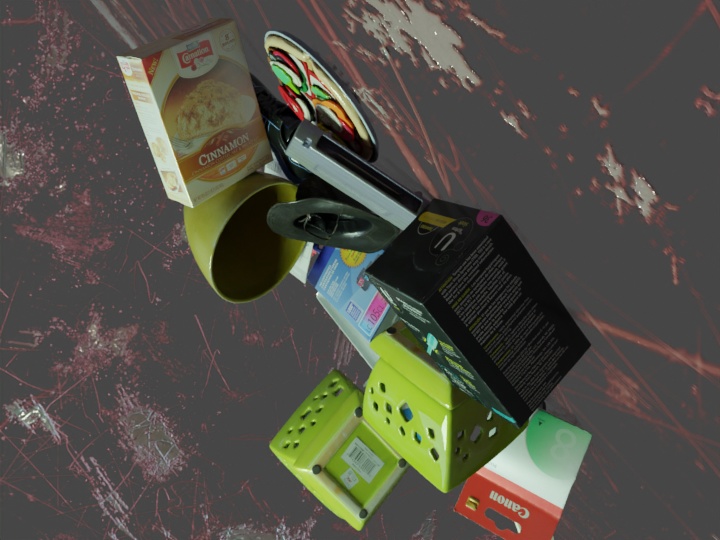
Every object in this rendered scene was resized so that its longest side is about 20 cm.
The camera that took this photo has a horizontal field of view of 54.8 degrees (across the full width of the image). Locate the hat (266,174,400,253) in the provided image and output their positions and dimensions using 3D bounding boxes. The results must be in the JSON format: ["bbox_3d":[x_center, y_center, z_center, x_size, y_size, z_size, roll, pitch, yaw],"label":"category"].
[{"bbox_3d":[-0.036,-0.094,1.015,0.194,0.083,0.201,6,161,2],"label":"hat"}]

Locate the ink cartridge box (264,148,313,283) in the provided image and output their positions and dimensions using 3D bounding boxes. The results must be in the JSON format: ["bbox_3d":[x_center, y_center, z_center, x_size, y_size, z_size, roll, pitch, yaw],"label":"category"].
[{"bbox_3d":[-0.111,-0.098,1.190,0.044,0.181,0.199,-2,-159,-35],"label":"ink cartridge box"}]

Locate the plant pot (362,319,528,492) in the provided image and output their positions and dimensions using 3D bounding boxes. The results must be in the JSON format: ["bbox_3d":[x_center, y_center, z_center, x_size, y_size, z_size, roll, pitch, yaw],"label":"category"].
[{"bbox_3d":[0.128,0.161,1.035,0.198,0.196,0.186,33,138,40],"label":"plant pot"}]

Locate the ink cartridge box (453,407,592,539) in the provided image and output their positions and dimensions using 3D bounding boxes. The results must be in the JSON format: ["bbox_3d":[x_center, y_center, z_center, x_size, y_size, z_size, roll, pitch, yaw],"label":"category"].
[{"bbox_3d":[0.251,0.314,1.086,0.158,0.203,0.050,22,163,25],"label":"ink cartridge box"}]

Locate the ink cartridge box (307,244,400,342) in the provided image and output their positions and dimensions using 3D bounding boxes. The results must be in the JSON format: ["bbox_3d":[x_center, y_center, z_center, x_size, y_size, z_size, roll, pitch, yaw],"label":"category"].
[{"bbox_3d":[0.000,0.000,1.146,0.199,0.139,0.075,42,-159,30],"label":"ink cartridge box"}]

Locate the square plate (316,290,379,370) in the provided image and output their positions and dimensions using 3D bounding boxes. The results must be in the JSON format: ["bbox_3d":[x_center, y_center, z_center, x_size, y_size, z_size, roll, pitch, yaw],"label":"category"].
[{"bbox_3d":[0.029,0.050,1.217,0.201,0.200,0.028,49,-144,18],"label":"square plate"}]

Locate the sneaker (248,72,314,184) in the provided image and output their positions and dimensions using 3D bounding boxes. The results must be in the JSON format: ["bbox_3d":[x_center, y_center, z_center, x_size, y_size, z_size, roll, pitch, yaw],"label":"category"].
[{"bbox_3d":[-0.124,-0.226,1.026,0.201,0.070,0.078,51,151,0],"label":"sneaker"}]

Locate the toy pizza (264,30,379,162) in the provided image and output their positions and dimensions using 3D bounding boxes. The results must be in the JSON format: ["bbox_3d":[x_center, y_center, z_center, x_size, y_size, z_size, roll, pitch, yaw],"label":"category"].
[{"bbox_3d":[-0.054,-0.203,0.851,0.200,0.032,0.200,46,172,8],"label":"toy pizza"}]

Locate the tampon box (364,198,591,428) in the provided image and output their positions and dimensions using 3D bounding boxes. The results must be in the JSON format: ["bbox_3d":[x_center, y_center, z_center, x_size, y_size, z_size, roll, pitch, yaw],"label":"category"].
[{"bbox_3d":[0.128,0.042,0.773,0.201,0.126,0.149,50,170,-25],"label":"tampon box"}]

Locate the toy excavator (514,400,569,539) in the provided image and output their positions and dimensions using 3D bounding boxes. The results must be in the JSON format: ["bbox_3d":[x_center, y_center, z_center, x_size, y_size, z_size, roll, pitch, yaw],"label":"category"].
[{"bbox_3d":[0.284,0.339,1.158,0.194,0.200,0.100,42,173,20],"label":"toy excavator"}]

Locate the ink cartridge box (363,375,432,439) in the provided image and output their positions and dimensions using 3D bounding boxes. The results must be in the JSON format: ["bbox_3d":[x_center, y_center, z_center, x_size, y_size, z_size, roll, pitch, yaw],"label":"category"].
[{"bbox_3d":[0.122,0.189,1.274,0.146,0.200,0.084,43,175,12],"label":"ink cartridge box"}]

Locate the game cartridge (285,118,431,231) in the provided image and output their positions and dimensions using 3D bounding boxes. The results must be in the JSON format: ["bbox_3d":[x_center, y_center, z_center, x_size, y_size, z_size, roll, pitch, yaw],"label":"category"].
[{"bbox_3d":[0.000,-0.114,0.867,0.197,0.039,0.130,32,179,-11],"label":"game cartridge"}]

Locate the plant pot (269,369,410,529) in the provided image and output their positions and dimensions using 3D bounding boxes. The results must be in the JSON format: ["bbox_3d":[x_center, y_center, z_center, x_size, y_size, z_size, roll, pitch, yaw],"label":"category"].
[{"bbox_3d":[-0.023,0.326,1.258,0.200,0.200,0.181,46,167,-12],"label":"plant pot"}]

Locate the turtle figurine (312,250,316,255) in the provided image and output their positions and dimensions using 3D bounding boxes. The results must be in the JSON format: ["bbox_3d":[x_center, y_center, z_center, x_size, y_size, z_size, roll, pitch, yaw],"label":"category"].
[{"bbox_3d":[-0.095,-0.113,1.284,0.202,0.099,0.152,54,164,33],"label":"turtle figurine"}]

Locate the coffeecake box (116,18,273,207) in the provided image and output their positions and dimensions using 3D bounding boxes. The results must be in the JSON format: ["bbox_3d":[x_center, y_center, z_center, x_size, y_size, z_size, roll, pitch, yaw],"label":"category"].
[{"bbox_3d":[-0.219,-0.217,0.950,0.072,0.152,0.205,19,134,42],"label":"coffeecake box"}]

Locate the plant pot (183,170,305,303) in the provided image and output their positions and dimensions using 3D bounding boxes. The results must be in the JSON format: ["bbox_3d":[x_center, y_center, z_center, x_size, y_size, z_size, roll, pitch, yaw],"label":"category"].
[{"bbox_3d":[-0.193,-0.075,1.074,0.141,0.201,0.201,34,168,29],"label":"plant pot"}]
